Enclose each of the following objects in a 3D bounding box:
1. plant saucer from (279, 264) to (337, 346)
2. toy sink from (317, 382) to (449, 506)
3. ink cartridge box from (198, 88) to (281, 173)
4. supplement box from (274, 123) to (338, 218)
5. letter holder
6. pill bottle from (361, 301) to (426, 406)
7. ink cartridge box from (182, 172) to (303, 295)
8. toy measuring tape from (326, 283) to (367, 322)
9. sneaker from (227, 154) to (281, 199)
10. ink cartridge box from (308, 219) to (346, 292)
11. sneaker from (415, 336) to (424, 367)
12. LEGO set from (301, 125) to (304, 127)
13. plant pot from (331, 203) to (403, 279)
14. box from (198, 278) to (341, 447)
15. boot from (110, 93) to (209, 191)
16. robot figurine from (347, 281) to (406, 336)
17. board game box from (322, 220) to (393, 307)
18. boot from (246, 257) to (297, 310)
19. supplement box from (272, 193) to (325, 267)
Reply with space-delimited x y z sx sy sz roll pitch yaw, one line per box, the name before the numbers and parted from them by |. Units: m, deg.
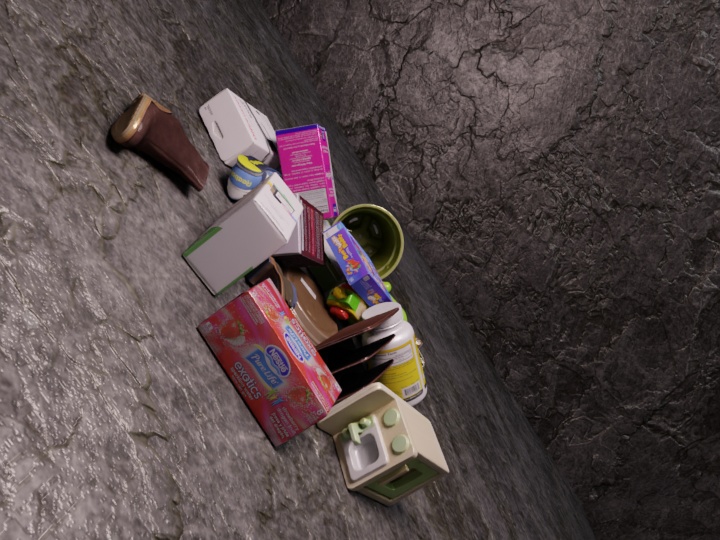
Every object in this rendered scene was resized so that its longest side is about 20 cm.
plant saucer | -0.103 0.069 1.287 0.201 0.029 0.201 53 13 -18
toy sink | 0.038 0.291 1.069 0.200 0.129 0.113 46 17 -46
ink cartridge box | -0.250 -0.290 1.445 0.146 0.083 0.200 62 13 13
supplement box | -0.116 -0.210 1.446 0.101 0.101 0.204 -49 131 -80
letter holder | 0.012 0.148 1.199 0.102 0.140 0.200 66 20 1
pill bottle | 0.066 0.175 1.360 0.113 0.110 0.203 -80 157 -72
ink cartridge box | -0.178 -0.064 1.041 0.084 0.144 0.200 51 13 -14
toy measuring tape | -0.023 0.081 1.372 0.074 0.073 0.200 65 4 32
sneaker | -0.220 -0.183 1.332 0.073 0.083 0.200 29 10 7
ink cartridge box | -0.091 -0.030 1.464 0.149 0.075 0.200 58 14 1
sneaker | 0.107 0.224 1.470 0.070 0.075 0.203 -45 139 -38
LEGO set | -0.121 -0.242 1.606 0.155 0.114 0.202 -122 -158 -44
plant pot | 0.006 -0.080 1.756 0.202 0.199 0.184 55 1 -9
box | -0.123 0.125 0.917 0.202 0.095 0.100 57 13 -2
boot | -0.302 -0.193 1.035 0.167 0.072 0.201 50 11 -26
robot figurine | 0.032 0.101 1.527 0.200 0.114 0.177 48 28 -37
board game box | 0.000 0.000 1.367 0.136 0.044 0.200 62 6 28
boot | -0.133 0.054 1.100 0.097 0.074 0.201 44 17 -38
supplement box | -0.117 -0.071 1.243 0.200 0.060 0.111 31 56 -77
